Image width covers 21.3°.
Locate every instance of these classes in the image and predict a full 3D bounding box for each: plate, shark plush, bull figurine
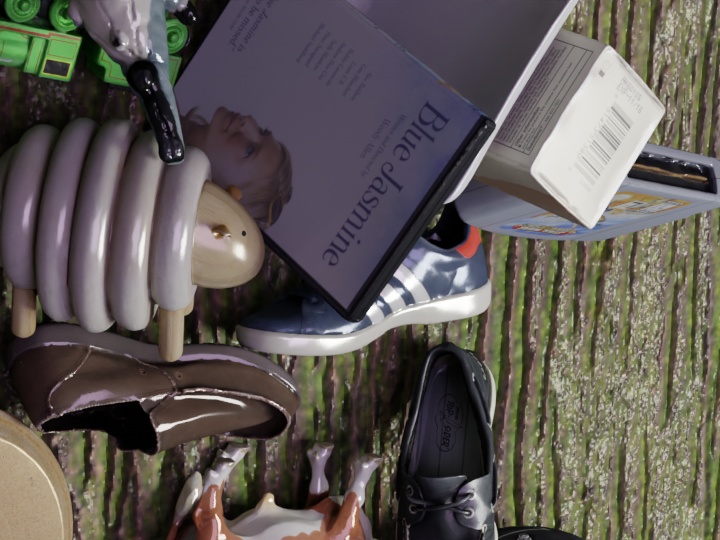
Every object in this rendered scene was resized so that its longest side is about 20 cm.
[{"bbox_3d":[0.045,-0.148,1.179,0.032,0.199,0.201,36,84,-45],"label":"plate"},{"bbox_3d":[-0.118,-0.164,1.091,0.091,0.202,0.083,-37,154,29],"label":"shark plush"},{"bbox_3d":[-0.044,0.181,1.299,0.198,0.065,0.123,1,100,-36],"label":"bull figurine"}]

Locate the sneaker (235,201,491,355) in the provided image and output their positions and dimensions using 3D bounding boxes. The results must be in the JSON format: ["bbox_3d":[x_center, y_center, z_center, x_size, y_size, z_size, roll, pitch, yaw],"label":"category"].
[{"bbox_3d":[0.000,0.000,1.273,0.199,0.075,0.086,-15,108,-37],"label":"sneaker"}]

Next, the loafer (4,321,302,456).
[{"bbox_3d":[-0.129,0.088,1.198,0.198,0.073,0.072,10,57,-27],"label":"loafer"}]

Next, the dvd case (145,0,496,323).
[{"bbox_3d":[-0.029,-0.085,1.134,0.143,0.200,0.017,-55,151,12],"label":"dvd case"}]

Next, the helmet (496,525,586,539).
[{"bbox_3d":[0.106,0.282,1.352,0.198,0.192,0.201,-4,133,-4],"label":"helmet"}]

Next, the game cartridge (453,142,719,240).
[{"bbox_3d":[0.158,-0.053,1.309,0.199,0.132,0.042,5,69,-51],"label":"game cartridge"}]

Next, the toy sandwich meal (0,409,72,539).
[{"bbox_3d":[-0.266,0.171,1.149,0.203,0.070,0.208,-10,108,-34],"label":"toy sandwich meal"}]

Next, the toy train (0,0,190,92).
[{"bbox_3d":[-0.190,-0.142,1.120,0.198,0.042,0.057,8,110,-35],"label":"toy train"}]

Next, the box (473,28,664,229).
[{"bbox_3d":[0.082,-0.109,1.207,0.078,0.199,0.095,38,84,-43],"label":"box"}]

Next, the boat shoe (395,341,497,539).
[{"bbox_3d":[0.058,0.142,1.300,0.066,0.074,0.201,60,37,-60],"label":"boat shoe"}]

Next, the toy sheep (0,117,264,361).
[{"bbox_3d":[-0.154,-0.025,1.122,0.198,0.138,0.140,7,103,-2],"label":"toy sheep"}]
